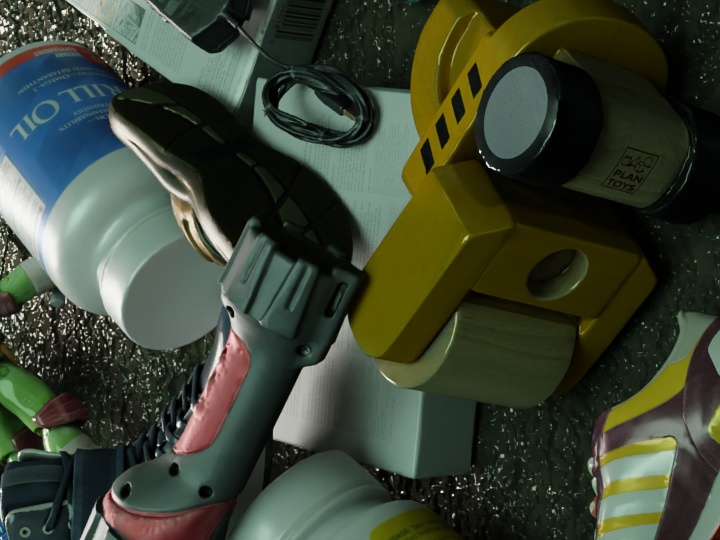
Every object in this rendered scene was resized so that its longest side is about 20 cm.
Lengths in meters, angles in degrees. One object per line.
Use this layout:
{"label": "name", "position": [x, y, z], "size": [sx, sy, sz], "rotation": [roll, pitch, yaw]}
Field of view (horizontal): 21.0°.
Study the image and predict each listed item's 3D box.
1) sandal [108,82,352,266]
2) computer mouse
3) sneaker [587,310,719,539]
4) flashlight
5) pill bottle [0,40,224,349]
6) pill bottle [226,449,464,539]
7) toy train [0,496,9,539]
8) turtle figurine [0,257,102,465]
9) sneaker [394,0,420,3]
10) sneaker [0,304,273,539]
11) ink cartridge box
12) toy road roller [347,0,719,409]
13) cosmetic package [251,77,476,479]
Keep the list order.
{"label": "sandal", "position": [-0.074, -0.035, 1.048], "size": [0.200, 0.081, 0.055], "rotation": [40, 132, 37]}
{"label": "computer mouse", "position": [-0.058, -0.130, 1.067], "size": [0.059, 0.034, 0.200], "rotation": [-50, 61, 11]}
{"label": "sneaker", "position": [0.137, 0.116, 0.899], "size": [0.090, 0.075, 0.201], "rotation": [31, 88, 43]}
{"label": "flashlight", "position": [-0.074, 0.069, 0.957], "size": [0.068, 0.067, 0.201], "rotation": [49, 119, 52]}
{"label": "pill bottle", "position": [-0.151, -0.044, 1.152], "size": [0.200, 0.112, 0.113], "rotation": [45, 119, 39]}
{"label": "pill bottle", "position": [0.027, 0.189, 0.972], "size": [0.200, 0.114, 0.115], "rotation": [42, 117, 27]}
{"label": "toy train", "position": [-0.222, 0.199, 1.140], "size": [0.200, 0.086, 0.115], "rotation": [171, 78, -75]}
{"label": "turtle figurine", "position": [-0.208, 0.053, 1.242], "size": [0.144, 0.200, 0.194], "rotation": [-34, 86, 14]}
{"label": "sneaker", "position": [-0.020, -0.227, 1.053], "size": [0.078, 0.091, 0.201], "rotation": [-45, 60, 34]}
{"label": "sneaker", "position": [-0.119, 0.096, 1.041], "size": [0.077, 0.145, 0.203], "rotation": [-89, 7, -61]}
{"label": "ink cartridge box", "position": [-0.102, -0.176, 1.160], "size": [0.200, 0.050, 0.109], "rotation": [37, 114, 39]}
{"label": "toy road roller", "position": [0.073, -0.045, 0.950], "size": [0.200, 0.122, 0.146], "rotation": [-57, 40, 26]}
{"label": "cosmetic package", "position": [0.000, 0.000, 1.059], "size": [0.150, 0.052, 0.201], "rotation": [10, 97, 42]}
